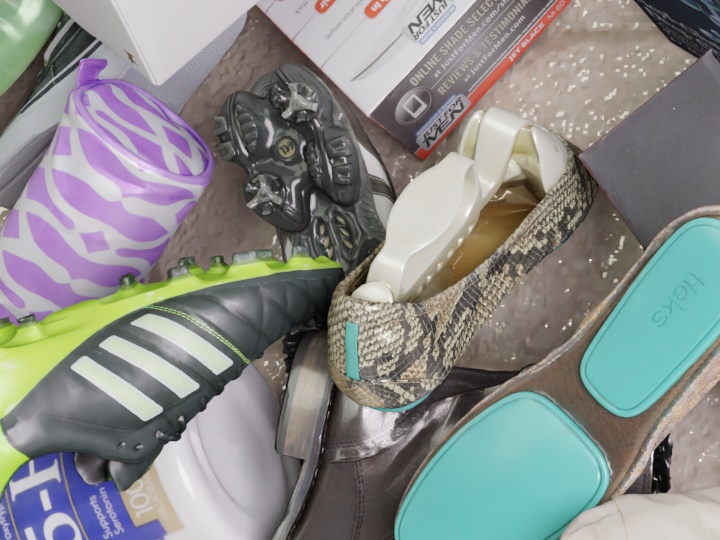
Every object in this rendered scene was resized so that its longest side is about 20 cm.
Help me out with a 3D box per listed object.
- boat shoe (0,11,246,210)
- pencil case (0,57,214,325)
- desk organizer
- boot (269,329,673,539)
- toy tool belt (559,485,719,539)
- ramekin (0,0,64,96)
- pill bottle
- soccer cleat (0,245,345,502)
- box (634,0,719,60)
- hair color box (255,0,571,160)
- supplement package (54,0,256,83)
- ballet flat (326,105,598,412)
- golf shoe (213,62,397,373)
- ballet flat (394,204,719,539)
[{"bbox_3d":[-0.128,-0.105,1.007,0.200,0.072,0.071,-39,51,32],"label":"boat shoe"},{"bbox_3d":[-0.154,-0.001,0.969,0.086,0.084,0.200,45,111,18],"label":"pencil case"},{"bbox_3d":[0.181,0.013,0.794,0.072,0.077,0.200,-39,58,14],"label":"desk organizer"},{"bbox_3d":[0.048,0.119,0.834,0.173,0.069,0.201,9,101,15],"label":"boot"},{"bbox_3d":[0.120,0.188,0.710,0.124,0.123,0.201,-2,55,-11],"label":"toy tool belt"},{"bbox_3d":[-0.239,-0.181,1.062,0.200,0.098,0.201,-28,47,34],"label":"ramekin"},{"bbox_3d":[-0.138,0.116,0.918,0.200,0.120,0.120,-24,62,21],"label":"pill bottle"},{"bbox_3d":[-0.090,0.043,0.815,0.067,0.200,0.081,-3,103,58],"label":"soccer cleat"},{"bbox_3d":[0.174,-0.140,0.779,0.148,0.200,0.107,38,93,35],"label":"box"},{"bbox_3d":[-0.003,-0.161,0.973,0.111,0.064,0.200,-46,55,6],"label":"hair color box"},{"bbox_3d":[-0.072,-0.209,0.886,0.200,0.120,0.121,-43,57,-13],"label":"supplement package"},{"bbox_3d":[0.048,-0.023,0.826,0.068,0.076,0.200,15,42,27],"label":"ballet flat"},{"bbox_3d":[0.000,0.000,0.912,0.077,0.094,0.201,-15,90,16],"label":"golf shoe"},{"bbox_3d":[0.096,0.055,0.757,0.200,0.067,0.068,-44,72,22],"label":"ballet flat"}]
